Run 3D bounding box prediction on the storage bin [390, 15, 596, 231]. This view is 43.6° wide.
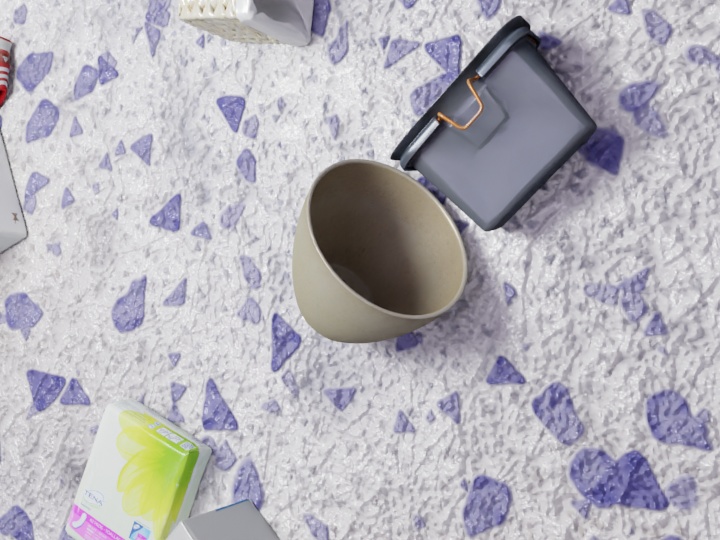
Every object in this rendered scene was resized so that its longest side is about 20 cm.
[{"bbox_3d":[0.149,-0.144,0.956,0.135,0.145,0.200,46,108,10],"label":"storage bin"}]

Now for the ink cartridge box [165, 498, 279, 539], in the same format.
[{"bbox_3d":[-0.191,0.411,1.094,0.145,0.147,0.201,46,108,20],"label":"ink cartridge box"}]

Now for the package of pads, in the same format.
[{"bbox_3d":[-0.298,0.291,1.197,0.153,0.068,0.204,25,98,24],"label":"package of pads"}]

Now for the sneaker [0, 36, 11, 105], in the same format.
[{"bbox_3d":[-0.620,-0.291,1.375,0.196,0.078,0.118,-2,86,28],"label":"sneaker"}]

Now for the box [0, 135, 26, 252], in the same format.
[{"bbox_3d":[-0.633,-0.112,1.306,0.169,0.198,0.204,-24,78,23],"label":"box"}]

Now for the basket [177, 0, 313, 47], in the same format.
[{"bbox_3d":[-0.137,-0.388,1.105,0.121,0.135,0.205,5,91,30],"label":"basket"}]

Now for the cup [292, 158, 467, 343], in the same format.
[{"bbox_3d":[0.000,0.000,1.005,0.202,0.198,0.143,59,138,16],"label":"cup"}]
